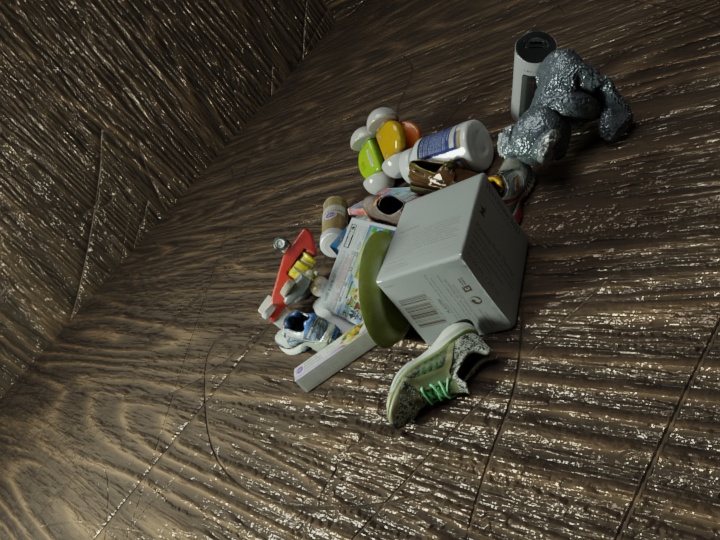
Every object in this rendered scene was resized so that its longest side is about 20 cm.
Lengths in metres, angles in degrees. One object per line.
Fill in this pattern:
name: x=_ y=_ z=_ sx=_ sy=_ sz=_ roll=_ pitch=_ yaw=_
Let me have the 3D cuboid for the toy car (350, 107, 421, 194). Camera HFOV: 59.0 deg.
toy car: x=0.078 y=-0.298 z=1.592 sx=0.149 sy=0.176 sz=0.200 roll=-9 pitch=-17 yaw=-35

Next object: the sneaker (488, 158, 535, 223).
sneaker: x=0.274 y=-0.159 z=1.198 sx=0.077 sy=0.082 sz=0.201 roll=-19 pitch=33 yaw=38

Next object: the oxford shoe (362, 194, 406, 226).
oxford shoe: x=0.055 y=-0.131 z=1.295 sx=0.071 sy=0.073 sz=0.200 roll=-50 pitch=34 yaw=-9

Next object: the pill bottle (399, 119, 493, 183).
pill bottle: x=0.186 y=-0.254 z=1.419 sx=0.199 sy=0.111 sz=0.111 roll=-11 pitch=40 yaw=44

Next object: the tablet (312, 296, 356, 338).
tablet: x=-0.033 y=0.072 z=1.333 sx=0.130 sy=0.014 sz=0.200 roll=-41 pitch=27 yaw=2

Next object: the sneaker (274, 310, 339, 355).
sneaker: x=-0.125 y=0.116 z=1.296 sx=0.199 sy=0.085 sz=0.077 roll=-16 pitch=39 yaw=51

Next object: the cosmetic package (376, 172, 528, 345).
cosmetic package: x=0.157 y=-0.016 z=1.047 sx=0.165 sy=0.168 sz=0.201 roll=-18 pitch=36 yaw=37

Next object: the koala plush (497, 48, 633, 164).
koala plush: x=0.351 y=-0.277 z=1.173 sx=0.200 sy=0.184 sz=0.177 roll=-46 pitch=27 yaw=-1

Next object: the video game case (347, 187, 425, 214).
video game case: x=0.087 y=-0.157 z=1.424 sx=0.199 sy=0.018 sz=0.143 roll=4 pitch=27 yaw=45

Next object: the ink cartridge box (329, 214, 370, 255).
ink cartridge box: x=0.032 y=-0.059 z=1.378 sx=0.116 sy=0.068 sz=0.200 roll=-48 pitch=28 yaw=-14

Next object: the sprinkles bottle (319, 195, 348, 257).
sprinkles bottle: x=-0.064 y=-0.112 z=1.581 sx=0.068 sy=0.068 sz=0.201 roll=-31 pitch=28 yaw=18

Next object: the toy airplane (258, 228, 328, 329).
toy airplane: x=-0.138 y=0.035 z=1.390 sx=0.201 sy=0.140 sz=0.200 roll=-75 pitch=-1 yaw=-47

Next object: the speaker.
speaker: x=0.351 y=-0.387 z=1.298 sx=0.080 sy=0.200 sz=0.082 roll=-4 pitch=66 yaw=9

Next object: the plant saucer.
plant saucer: x=0.055 y=0.032 z=1.088 sx=0.031 sy=0.201 sz=0.201 roll=-3 pitch=43 yaw=27

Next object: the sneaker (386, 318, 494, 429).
sneaker: x=0.120 y=0.163 z=0.945 sx=0.200 sy=0.077 sz=0.089 roll=-47 pitch=36 yaw=-6

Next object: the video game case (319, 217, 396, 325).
video game case: x=0.000 y=0.000 z=1.273 sx=0.182 sy=0.022 sz=0.202 roll=19 pitch=88 yaw=57

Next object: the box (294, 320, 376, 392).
box: x=-0.035 y=0.153 z=1.188 sx=0.199 sy=0.041 sz=0.039 roll=-37 pitch=27 yaw=11

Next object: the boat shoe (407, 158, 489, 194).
boat shoe: x=0.183 y=-0.194 z=1.329 sx=0.199 sy=0.069 sz=0.072 roll=9 pitch=33 yaw=34
